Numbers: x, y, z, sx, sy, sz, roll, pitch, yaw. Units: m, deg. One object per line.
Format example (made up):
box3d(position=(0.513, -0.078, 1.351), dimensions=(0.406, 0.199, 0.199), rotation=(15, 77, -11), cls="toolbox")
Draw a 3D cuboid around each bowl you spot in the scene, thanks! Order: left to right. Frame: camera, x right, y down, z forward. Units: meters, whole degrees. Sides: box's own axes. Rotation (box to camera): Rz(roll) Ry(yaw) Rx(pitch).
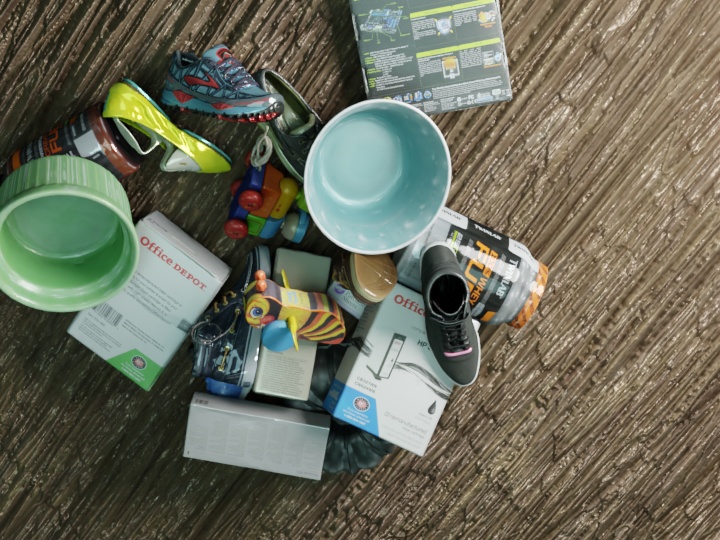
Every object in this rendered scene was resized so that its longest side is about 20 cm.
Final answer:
box3d(position=(0.011, -0.135, 1.586), dimensions=(0.197, 0.105, 0.204), rotation=(-5, 111, -13), cls="bowl")

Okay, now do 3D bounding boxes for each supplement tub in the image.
box3d(position=(-0.405, -0.137, 1.643), dimensions=(0.198, 0.107, 0.108), rotation=(-29, 104, 9), cls="supplement tub")
box3d(position=(0.149, -0.005, 1.660), dimensions=(0.197, 0.123, 0.124), rotation=(24, 106, -6), cls="supplement tub")

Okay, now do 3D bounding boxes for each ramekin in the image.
box3d(position=(-0.390, -0.053, 1.581), dimensions=(0.196, 0.098, 0.202), rotation=(-7, 132, -8), cls="ramekin")

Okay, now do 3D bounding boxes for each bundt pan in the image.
box3d(position=(-0.023, 0.209, 1.756), dimensions=(0.198, 0.076, 0.205), rotation=(0, 108, 1), cls="bundt pan")

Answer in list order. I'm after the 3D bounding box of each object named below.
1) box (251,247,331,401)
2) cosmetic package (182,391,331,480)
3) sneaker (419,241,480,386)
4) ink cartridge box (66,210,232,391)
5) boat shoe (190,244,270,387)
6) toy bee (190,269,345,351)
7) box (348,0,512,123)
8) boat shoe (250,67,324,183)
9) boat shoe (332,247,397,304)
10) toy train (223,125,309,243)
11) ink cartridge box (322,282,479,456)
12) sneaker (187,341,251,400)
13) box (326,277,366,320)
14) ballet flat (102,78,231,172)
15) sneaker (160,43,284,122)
box3d(position=(-0.097, 0.076, 1.682), dimensions=(0.081, 0.068, 0.204), rotation=(11, 85, -5), cls="box")
box3d(position=(-0.145, 0.232, 1.698), dimensions=(0.196, 0.051, 0.084), rotation=(11, 106, -3), cls="cosmetic package")
box3d(position=(0.116, 0.072, 1.569), dimensions=(0.069, 0.099, 0.203), rotation=(-12, 108, 4), cls="sneaker")
box3d(position=(-0.294, 0.041, 1.700), dimensions=(0.145, 0.084, 0.201), rotation=(37, 105, -3), cls="ink cartridge box")
box3d(position=(-0.178, 0.055, 1.668), dimensions=(0.089, 0.071, 0.204), rotation=(10, 73, -11), cls="boat shoe")
box3d(position=(-0.111, 0.054, 1.582), dimensions=(0.197, 0.131, 0.110), rotation=(-16, 139, -28), cls="toy bee")
box3d(position=(0.092, -0.307, 1.610), dimensions=(0.196, 0.048, 0.196), rotation=(-10, 104, 5), cls="box")
box3d(position=(-0.083, -0.187, 1.629), dimensions=(0.072, 0.066, 0.201), rotation=(-44, 101, -23), cls="boat shoe")
box3d(position=(0.000, 0.000, 1.627), dimensions=(0.072, 0.201, 0.072), rotation=(31, 113, -18), cls="boat shoe")
box3d(position=(-0.104, -0.111, 1.619), dimensions=(0.114, 0.086, 0.200), rotation=(16, 144, -15), cls="toy train")
box3d(position=(0.056, 0.130, 1.668), dimensions=(0.144, 0.084, 0.203), rotation=(24, 87, -10), cls="ink cartridge box")
box3d(position=(-0.211, 0.154, 1.740), dimensions=(0.110, 0.077, 0.202), rotation=(29, 102, -13), cls="sneaker")
box3d(position=(0.037, 0.072, 1.730), dimensions=(0.199, 0.039, 0.042), rotation=(37, 102, -9), cls="box")
box3d(position=(-0.264, -0.174, 1.627), dimensions=(0.199, 0.066, 0.068), rotation=(38, 72, -28), cls="ballet flat")
box3d(position=(-0.184, -0.248, 1.585), dimensions=(0.197, 0.079, 0.097), rotation=(14, 101, 30), cls="sneaker")
